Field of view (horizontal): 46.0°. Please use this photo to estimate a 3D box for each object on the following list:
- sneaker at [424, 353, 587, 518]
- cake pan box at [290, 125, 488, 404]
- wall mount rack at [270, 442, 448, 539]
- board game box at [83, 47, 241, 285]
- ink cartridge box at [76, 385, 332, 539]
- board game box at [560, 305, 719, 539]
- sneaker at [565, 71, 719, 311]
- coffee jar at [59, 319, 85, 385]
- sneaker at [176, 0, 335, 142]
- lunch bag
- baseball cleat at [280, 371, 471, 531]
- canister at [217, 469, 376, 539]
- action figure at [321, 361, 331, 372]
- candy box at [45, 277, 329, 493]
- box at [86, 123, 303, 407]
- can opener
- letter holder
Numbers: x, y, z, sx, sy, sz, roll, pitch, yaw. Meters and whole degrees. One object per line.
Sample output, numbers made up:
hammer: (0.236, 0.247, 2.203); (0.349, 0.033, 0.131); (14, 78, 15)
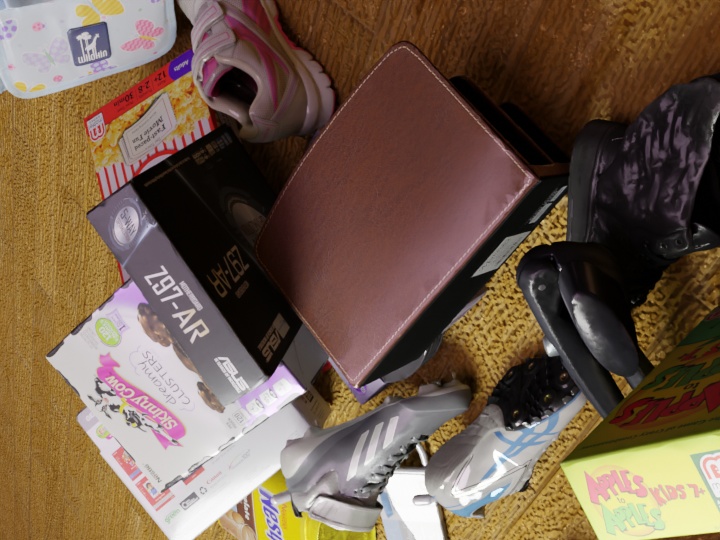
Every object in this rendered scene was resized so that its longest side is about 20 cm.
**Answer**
sneaker: (0.126, 0.137, 0.687); (0.072, 0.073, 0.201); (27, 132, -11)
cake pan box: (0.000, 0.000, 0.751); (0.201, 0.052, 0.184); (54, 141, 11)
wall mount rack: (0.015, 0.257, 0.829); (0.171, 0.075, 0.204); (-6, 108, 26)
board game box: (-0.178, -0.084, 0.814); (0.150, 0.046, 0.204); (-25, 75, 25)
ink cartridge box: (-0.161, 0.149, 0.875); (0.199, 0.084, 0.176); (-39, 93, 12)
board game box: (0.203, 0.064, 0.449); (0.101, 0.199, 0.048); (-30, 89, 50)
sneaker: (0.183, -0.023, 0.532); (0.103, 0.059, 0.204); (18, 120, 45)
coffee jar: (-0.216, 0.061, 0.895); (0.086, 0.198, 0.104); (57, -176, 33)
sneaker: (-0.109, -0.193, 0.733); (0.201, 0.088, 0.082); (51, 139, 14)
lunch bag: (-0.268, -0.236, 0.779); (0.199, 0.167, 0.130); (10, 119, 64)
baseball cleat: (0.021, 0.169, 0.756); (0.198, 0.069, 0.108); (-25, 70, 25)
canister: (-0.082, 0.272, 0.959); (0.198, 0.086, 0.151); (19, 123, 42)
action figure: (-0.093, 0.017, 0.849); (0.202, 0.065, 0.052); (56, 147, 6)
candy box: (-0.156, 0.077, 0.757); (0.199, 0.072, 0.168); (-37, 97, 26)
box: (-0.103, -0.015, 0.645); (0.043, 0.200, 0.162); (-30, 102, 19)
can opener: (0.155, 0.058, 0.534); (0.062, 0.080, 0.201); (-15, 131, 26)
letter holder: (0.032, -0.043, 0.606); (0.143, 0.100, 0.201); (48, 119, 16)
